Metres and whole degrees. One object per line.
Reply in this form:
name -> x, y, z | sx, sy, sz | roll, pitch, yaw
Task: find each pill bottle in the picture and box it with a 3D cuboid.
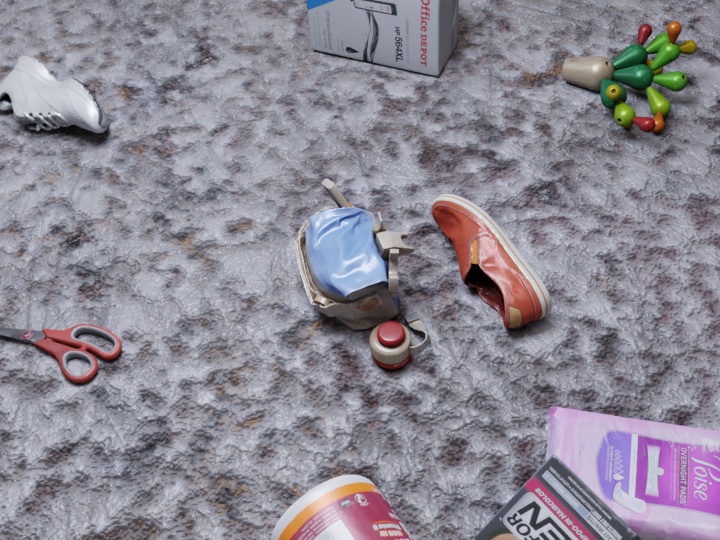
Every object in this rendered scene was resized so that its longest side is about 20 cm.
pill bottle -> 0.017, 0.275, 0.836 | 0.109, 0.110, 0.200 | -27, 51, -18

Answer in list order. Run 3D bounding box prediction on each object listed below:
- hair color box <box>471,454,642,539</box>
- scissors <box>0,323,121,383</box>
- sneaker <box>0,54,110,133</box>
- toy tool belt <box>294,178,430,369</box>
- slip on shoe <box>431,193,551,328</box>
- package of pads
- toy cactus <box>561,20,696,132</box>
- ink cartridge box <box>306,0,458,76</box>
hair color box -> 0.139, 0.270, 0.881 | 0.200, 0.061, 0.099 | -47, 57, 0
scissors -> -0.365, 0.073, 1.167 | 0.199, 0.014, 0.073 | 20, 56, 21
sneaker -> -0.419, -0.222, 1.393 | 0.199, 0.075, 0.087 | 26, 68, 31
toy tool belt -> 0.000, 0.000, 1.128 | 0.124, 0.123, 0.201 | -20, 51, -12
slip on shoe -> 0.137, -0.014, 1.168 | 0.061, 0.074, 0.200 | -27, 58, -15
package of pads -> 0.268, 0.206, 0.967 | 0.198, 0.076, 0.121 | 8, 54, 11
toy cactus -> 0.349, -0.263, 1.357 | 0.164, 0.103, 0.201 | 12, 59, 26
ink cartridge box -> 0.031, -0.369, 1.423 | 0.198, 0.147, 0.085 | 15, 51, 17
